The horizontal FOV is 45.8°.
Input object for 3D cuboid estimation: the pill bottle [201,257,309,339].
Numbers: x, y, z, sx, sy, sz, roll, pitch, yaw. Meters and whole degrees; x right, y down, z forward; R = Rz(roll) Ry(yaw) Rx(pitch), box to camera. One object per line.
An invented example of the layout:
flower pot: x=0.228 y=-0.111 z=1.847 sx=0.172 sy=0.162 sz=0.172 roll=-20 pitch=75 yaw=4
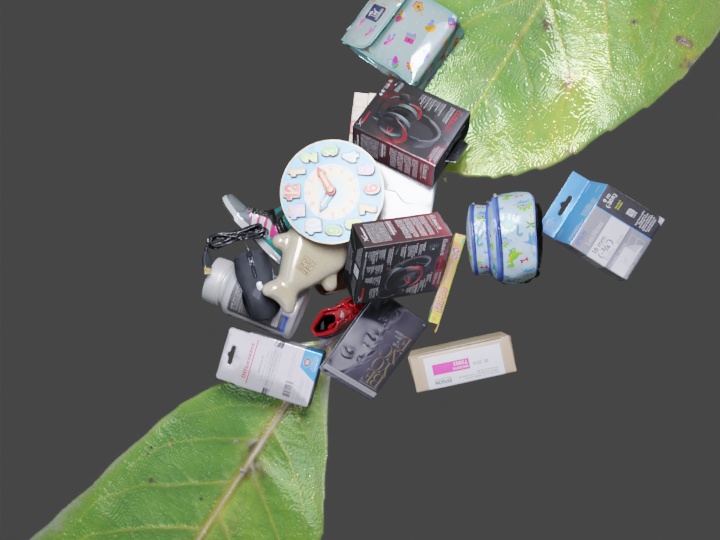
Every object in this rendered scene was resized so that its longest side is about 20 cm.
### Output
pill bottle: x=-0.215 y=0.053 z=1.742 sx=0.200 sy=0.114 sz=0.114 roll=22 pitch=92 yaw=4

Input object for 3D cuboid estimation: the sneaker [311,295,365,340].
sneaker: x=-0.012 y=0.083 z=1.724 sx=0.200 sy=0.116 sz=0.078 roll=-37 pitch=87 yaw=4

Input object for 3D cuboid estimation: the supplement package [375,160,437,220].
supplement package: x=0.051 y=-0.158 z=1.722 sx=0.199 sy=0.111 sz=0.156 roll=9 pitch=90 yaw=6

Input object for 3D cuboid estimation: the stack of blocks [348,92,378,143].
stack of blocks: x=0.081 y=-0.294 z=1.746 sx=0.199 sy=0.059 sz=0.116 roll=7 pitch=90 yaw=5

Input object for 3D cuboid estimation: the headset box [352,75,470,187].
headset box: x=0.106 y=-0.264 z=1.632 sx=0.200 sy=0.075 sz=0.149 roll=28 pitch=66 yaw=14

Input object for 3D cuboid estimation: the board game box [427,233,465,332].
board game box: x=0.171 y=0.025 z=1.718 sx=0.030 sy=0.096 sz=0.201 roll=15 pitch=91 yaw=3

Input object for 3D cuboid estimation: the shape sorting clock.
shape sorting clock: x=-0.054 y=-0.149 z=1.609 sx=0.199 sy=0.039 sz=0.201 roll=-1 pitch=85 yaw=8

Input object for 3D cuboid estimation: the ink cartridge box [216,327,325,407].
ink cartridge box: x=-0.184 y=0.196 z=1.762 sx=0.199 sy=0.068 sz=0.116 roll=17 pitch=91 yaw=4

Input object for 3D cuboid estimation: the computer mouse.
computer mouse: x=-0.238 y=0.004 z=1.671 sx=0.140 sy=0.046 sz=0.201 roll=-9 pitch=74 yaw=-6

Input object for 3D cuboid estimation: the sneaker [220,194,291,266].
sneaker: x=-0.184 y=-0.112 z=1.754 sx=0.200 sy=0.084 sz=0.121 roll=44 pitch=95 yaw=0

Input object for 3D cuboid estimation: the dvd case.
dvd case: x=0.028 y=0.153 z=1.730 sx=0.149 sy=0.016 sz=0.200 roll=35 pitch=93 yaw=-31

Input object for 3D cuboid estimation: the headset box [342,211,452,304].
headset box: x=0.078 y=-0.025 z=1.621 sx=0.199 sy=0.149 sz=0.075 roll=-9 pitch=46 yaw=-19

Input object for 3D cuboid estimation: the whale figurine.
whale figurine: x=-0.115 y=-0.011 z=1.672 sx=0.159 sy=0.104 sz=0.200 roll=39 pitch=72 yaw=-14

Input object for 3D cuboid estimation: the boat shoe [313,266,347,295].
boat shoe: x=-0.003 y=-0.005 z=1.732 sx=0.202 sy=0.075 sz=0.075 roll=-32 pitch=124 yaw=4

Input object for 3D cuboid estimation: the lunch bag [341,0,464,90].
lunch bag: x=0.081 y=-0.478 z=1.718 sx=0.200 sy=0.122 sz=0.171 roll=38 pitch=95 yaw=12

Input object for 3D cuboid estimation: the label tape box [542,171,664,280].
label tape box: x=0.480 y=-0.092 z=1.710 sx=0.200 sy=0.063 sz=0.144 roll=32 pitch=92 yaw=4

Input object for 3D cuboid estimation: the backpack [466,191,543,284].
backpack: x=0.281 y=-0.061 z=1.658 sx=0.147 sy=0.200 sz=0.184 roll=-5 pitch=90 yaw=5

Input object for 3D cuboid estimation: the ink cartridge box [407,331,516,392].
ink cartridge box: x=0.199 y=0.178 z=1.682 sx=0.199 sy=0.165 sz=0.075 roll=-12 pitch=89 yaw=5
